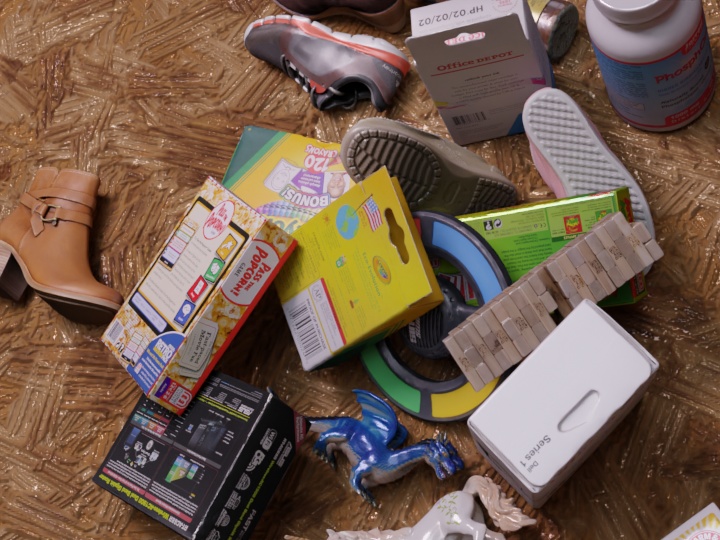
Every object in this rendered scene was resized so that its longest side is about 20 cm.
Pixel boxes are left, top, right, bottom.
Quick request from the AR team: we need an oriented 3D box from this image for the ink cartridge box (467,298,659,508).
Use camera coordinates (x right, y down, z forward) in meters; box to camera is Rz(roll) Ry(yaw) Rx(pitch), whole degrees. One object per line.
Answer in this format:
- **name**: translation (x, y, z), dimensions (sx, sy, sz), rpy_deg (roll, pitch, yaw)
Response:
- **ink cartridge box**: translation (0.171, 0.119, 1.217), dimensions (0.145, 0.200, 0.084), rpy_deg (-45, 76, -4)

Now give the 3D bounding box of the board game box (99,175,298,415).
- **board game box**: translation (-0.162, 0.021, 1.392), dimensions (0.201, 0.046, 0.151), rpy_deg (-56, 34, 1)

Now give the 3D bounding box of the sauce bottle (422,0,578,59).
- **sauce bottle**: translation (0.132, -0.280, 1.504), dimensions (0.198, 0.065, 0.065), rpy_deg (25, 77, 30)

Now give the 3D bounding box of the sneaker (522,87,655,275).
- **sneaker**: translation (0.222, -0.084, 1.381), dimensions (0.075, 0.105, 0.202), rpy_deg (-30, 89, 8)

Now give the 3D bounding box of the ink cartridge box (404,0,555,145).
- **ink cartridge box**: translation (0.119, -0.209, 1.394), dimensions (0.113, 0.200, 0.069), rpy_deg (-11, 63, 15)

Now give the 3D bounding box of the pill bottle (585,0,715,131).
- **pill bottle**: translation (0.272, -0.224, 1.344), dimensions (0.107, 0.200, 0.110), rpy_deg (-8, 64, 17)

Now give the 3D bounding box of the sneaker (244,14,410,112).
- **sneaker**: translation (-0.048, -0.217, 1.536), dimensions (0.198, 0.077, 0.083), rpy_deg (15, 78, 26)

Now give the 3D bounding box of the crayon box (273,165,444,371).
- **crayon box**: translation (0.000, 0.000, 1.330), dimensions (0.199, 0.050, 0.129), rpy_deg (-33, 73, 46)

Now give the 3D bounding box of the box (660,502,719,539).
- **box**: translation (0.304, 0.307, 1.144), dimensions (0.112, 0.101, 0.201), rpy_deg (-36, 59, 2)

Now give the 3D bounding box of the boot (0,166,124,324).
- **boot**: translation (-0.314, -0.033, 1.552), dimensions (0.198, 0.074, 0.156), rpy_deg (16, 69, 23)

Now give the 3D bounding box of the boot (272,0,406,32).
- **boot**: translation (-0.046, -0.334, 1.533), dimensions (0.198, 0.167, 0.073), rpy_deg (22, 75, 27)

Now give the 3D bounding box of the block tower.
- **block tower**: translation (0.164, 0.024, 1.241), dimensions (0.199, 0.058, 0.054), rpy_deg (-36, 90, -2)

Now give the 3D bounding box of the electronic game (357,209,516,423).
- **electronic game**: translation (0.065, 0.044, 1.337), dimensions (0.198, 0.041, 0.203), rpy_deg (11, 108, 38)

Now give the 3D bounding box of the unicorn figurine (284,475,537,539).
- **unicorn figurine**: translation (0.054, 0.257, 1.287), dimensions (0.198, 0.074, 0.138), rpy_deg (-29, 49, -11)

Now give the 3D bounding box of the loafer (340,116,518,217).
- **loafer**: translation (0.061, -0.098, 1.393), dimensions (0.076, 0.198, 0.068), rpy_deg (-58, 31, 18)

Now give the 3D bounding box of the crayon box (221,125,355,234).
- **crayon box**: translation (-0.048, -0.070, 1.475), dimensions (0.198, 0.058, 0.120), rpy_deg (13, 71, 25)

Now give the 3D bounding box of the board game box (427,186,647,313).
- **board game box**: translation (0.159, -0.010, 1.333), dimensions (0.197, 0.047, 0.103), rpy_deg (-9, 95, 27)

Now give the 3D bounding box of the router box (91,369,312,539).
- **router box**: translation (-0.154, 0.174, 1.357), dimensions (0.199, 0.062, 0.151), rpy_deg (15, 71, 51)

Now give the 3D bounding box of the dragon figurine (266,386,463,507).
- **dragon figurine**: translation (0.008, 0.153, 1.351), dimensions (0.199, 0.059, 0.100), rpy_deg (38, 83, 30)
